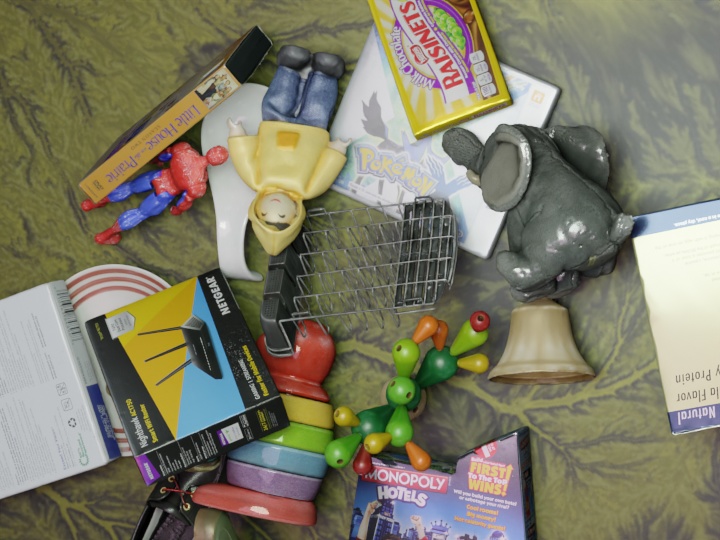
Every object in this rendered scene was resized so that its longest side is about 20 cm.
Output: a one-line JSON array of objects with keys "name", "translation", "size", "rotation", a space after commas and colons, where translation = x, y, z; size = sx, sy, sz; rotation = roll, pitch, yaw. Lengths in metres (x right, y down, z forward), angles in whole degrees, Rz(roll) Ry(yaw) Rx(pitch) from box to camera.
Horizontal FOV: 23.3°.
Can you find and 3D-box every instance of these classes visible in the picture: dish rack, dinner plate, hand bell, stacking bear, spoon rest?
[{"name": "dish rack", "translation": [0.000, 0.000, 1.689], "size": [0.199, 0.055, 0.154], "rotation": [-7, 49, 17]}, {"name": "dinner plate", "translation": [-0.252, 0.093, 1.828], "size": [0.199, 0.024, 0.201], "rotation": [1, 92, 15]}, {"name": "hand bell", "translation": [0.171, 0.005, 1.688], "size": [0.104, 0.104, 0.201], "rotation": [-4, 79, 16]}, {"name": "stacking bear", "translation": [-0.077, 0.145, 1.740], "size": [0.113, 0.121, 0.201], "rotation": [8, 84, 36]}, {"name": "spoon rest", "translation": [-0.117, -0.088, 1.762], "size": [0.099, 0.061, 0.201], "rotation": [5, 95, 15]}]

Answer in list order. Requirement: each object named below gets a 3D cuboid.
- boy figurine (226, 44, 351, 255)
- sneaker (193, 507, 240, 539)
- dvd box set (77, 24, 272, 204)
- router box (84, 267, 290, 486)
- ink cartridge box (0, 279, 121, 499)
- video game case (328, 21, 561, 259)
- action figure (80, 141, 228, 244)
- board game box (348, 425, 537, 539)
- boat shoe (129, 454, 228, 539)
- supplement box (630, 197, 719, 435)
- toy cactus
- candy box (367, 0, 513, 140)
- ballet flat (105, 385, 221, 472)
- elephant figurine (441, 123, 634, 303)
[{"name": "boy figurine", "translation": [-0.075, -0.116, 1.705], "size": [0.124, 0.064, 0.201], "rotation": [15, 76, -2]}, {"name": "sneaker", "translation": [-0.103, 0.321, 1.753], "size": [0.089, 0.067, 0.201], "rotation": [-3, 119, 14]}, {"name": "dvd box set", "translation": [-0.181, -0.155, 1.722], "size": [0.200, 0.146, 0.029], "rotation": [-36, 103, 21]}, {"name": "router box", "translation": [-0.170, 0.100, 1.691], "size": [0.149, 0.051, 0.200], "rotation": [-23, 43, -8]}, {"name": "ink cartridge box", "translation": [-0.368, 0.133, 1.833], "size": [0.199, 0.043, 0.197], "rotation": [-19, 89, 22]}, {"name": "video game case", "translation": [0.073, -0.134, 1.726], "size": [0.199, 0.022, 0.183], "rotation": [25, 99, 13]}, {"name": "action figure", "translation": [-0.201, -0.084, 1.758], "size": [0.200, 0.052, 0.066], "rotation": [-24, 83, 43]}, {"name": "board game box", "translation": [0.095, 0.244, 1.720], "size": [0.199, 0.062, 0.201], "rotation": [11, 95, 15]}, {"name": "boat shoe", "translation": [-0.180, 0.241, 1.797], "size": [0.073, 0.063, 0.202], "rotation": [28, 98, 15]}, {"name": "supplement box", "translation": [0.366, 0.028, 1.595], "size": [0.199, 0.134, 0.201], "rotation": [-12, 89, 16]}, {"name": "toy cactus", "translation": [0.051, 0.123, 1.673], "size": [0.102, 0.165, 0.200], "rotation": [37, 83, 5]}, {"name": "candy box", "translation": [0.068, -0.237, 1.700], "size": [0.102, 0.026, 0.201], "rotation": [-21, 78, 10]}, {"name": "ballet flat", "translation": [-0.199, 0.152, 1.740], "size": [0.071, 0.071, 0.200], "rotation": [-52, 47, 12]}, {"name": "elephant figurine", "translation": [0.158, -0.083, 1.607], "size": [0.155, 0.141, 0.201], "rotation": [-24, 73, 13]}]
